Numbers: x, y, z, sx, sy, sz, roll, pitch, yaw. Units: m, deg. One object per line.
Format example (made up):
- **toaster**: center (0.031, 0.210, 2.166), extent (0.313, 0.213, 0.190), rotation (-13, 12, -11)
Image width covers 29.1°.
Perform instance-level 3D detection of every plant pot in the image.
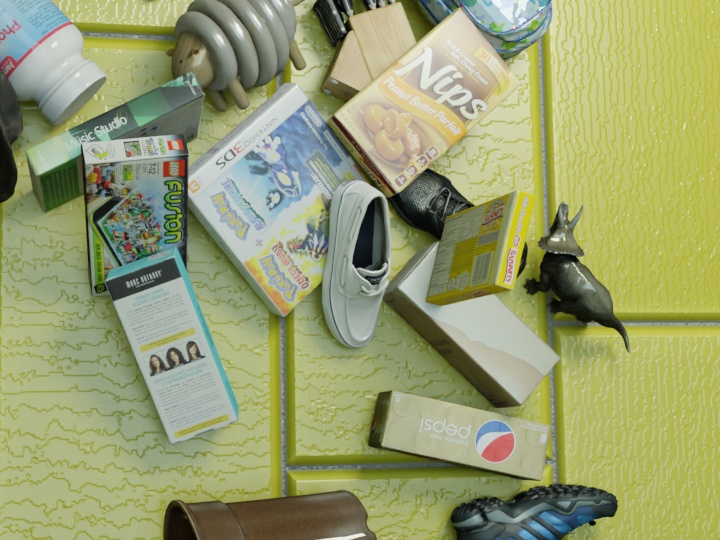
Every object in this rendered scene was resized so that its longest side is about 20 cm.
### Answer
- **plant pot**: center (-0.091, 0.330, 1.491), extent (0.197, 0.200, 0.201), rotation (-7, 85, -22)

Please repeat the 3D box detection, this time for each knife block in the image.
- **knife block**: center (0.032, -0.277, 1.651), extent (0.199, 0.064, 0.176), rotation (25, 79, -9)

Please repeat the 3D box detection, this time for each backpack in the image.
- **backpack**: center (0.141, -0.345, 1.658), extent (0.163, 0.154, 0.201), rotation (-34, 105, -21)

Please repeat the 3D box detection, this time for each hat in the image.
- **hat**: center (-0.418, -0.173, 1.494), extent (0.201, 0.200, 0.081), rotation (52, 48, -3)

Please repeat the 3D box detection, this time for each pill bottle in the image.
- **pill bottle**: center (-0.378, -0.259, 1.528), extent (0.200, 0.109, 0.109), rotation (46, 76, -4)

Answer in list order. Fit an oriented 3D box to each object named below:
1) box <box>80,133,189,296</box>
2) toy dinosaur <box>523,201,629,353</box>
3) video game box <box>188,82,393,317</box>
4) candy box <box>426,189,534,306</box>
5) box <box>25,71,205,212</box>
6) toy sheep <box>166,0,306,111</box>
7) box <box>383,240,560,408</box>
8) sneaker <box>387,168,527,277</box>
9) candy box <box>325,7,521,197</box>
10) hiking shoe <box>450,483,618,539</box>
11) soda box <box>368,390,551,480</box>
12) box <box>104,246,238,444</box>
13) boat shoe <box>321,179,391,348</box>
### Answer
- **box**: center (-0.242, -0.058, 1.500), extent (0.110, 0.201, 0.035), rotation (-7, 47, -14)
- **toy dinosaur**: center (0.256, 0.023, 1.649), extent (0.077, 0.102, 0.201), rotation (-29, 89, -15)
- **video game box**: center (-0.087, -0.081, 1.583), extent (0.182, 0.047, 0.200), rotation (-42, 111, -12)
- **candy box**: center (0.125, -0.020, 1.477), extent (0.026, 0.200, 0.103), rotation (19, 79, -15)
- **box**: center (-0.269, -0.140, 1.521), extent (0.199, 0.144, 0.036), rotation (-30, 83, -16)
- **toy sheep**: center (-0.135, -0.267, 1.582), extent (0.200, 0.138, 0.138), rotation (-40, 93, -29)
- **box**: center (0.126, 0.065, 1.618), extent (0.200, 0.095, 0.078), rotation (43, 76, -4)
- **sneaker**: center (0.119, -0.063, 1.622), extent (0.199, 0.114, 0.076), rotation (43, 74, -3)
- **candy box**: center (0.072, -0.192, 1.589), extent (0.200, 0.055, 0.116), rotation (-42, 97, -12)
- **hiking shoe**: center (0.206, 0.303, 1.625), extent (0.199, 0.074, 0.087), rotation (-8, 93, -4)
- **soda box**: center (0.115, 0.192, 1.614), extent (0.199, 0.064, 0.068), rotation (14, 80, -12)
- **box**: center (-0.205, 0.083, 1.523), extent (0.082, 0.049, 0.201), rotation (-19, 104, 0)
- **boat shoe**: center (0.000, 0.000, 1.574), extent (0.073, 0.065, 0.201), rotation (-15, 114, -29)
